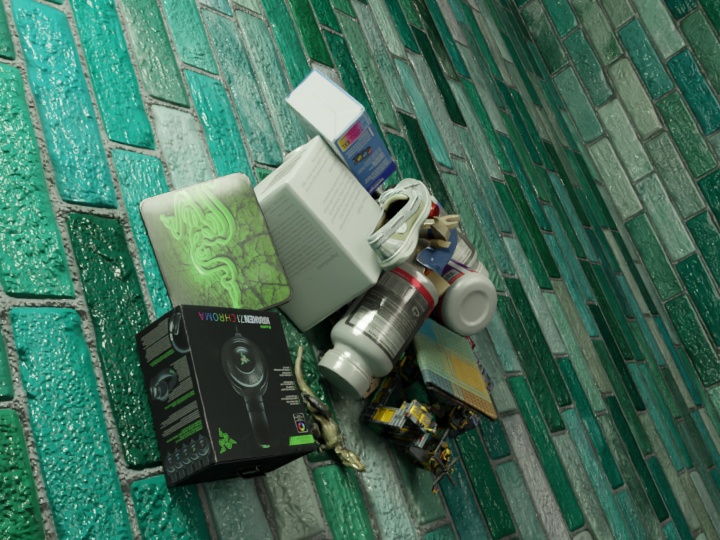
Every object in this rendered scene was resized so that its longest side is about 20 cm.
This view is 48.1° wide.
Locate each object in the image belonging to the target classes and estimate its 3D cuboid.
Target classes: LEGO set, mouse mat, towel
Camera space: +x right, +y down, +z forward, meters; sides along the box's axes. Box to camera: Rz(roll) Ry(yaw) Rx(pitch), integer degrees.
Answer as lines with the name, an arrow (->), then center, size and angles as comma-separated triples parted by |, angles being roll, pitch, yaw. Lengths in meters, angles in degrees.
LEGO set -> 0.106, 0.227, 1.243 | 0.154, 0.115, 0.201 | -47, 113, -27
mouse mat -> -0.193, -0.027, 1.083 | 0.158, 0.008, 0.203 | -19, 75, -19
towel -> 0.137, 0.146, 1.279 | 0.145, 0.022, 0.201 | 30, 23, -22

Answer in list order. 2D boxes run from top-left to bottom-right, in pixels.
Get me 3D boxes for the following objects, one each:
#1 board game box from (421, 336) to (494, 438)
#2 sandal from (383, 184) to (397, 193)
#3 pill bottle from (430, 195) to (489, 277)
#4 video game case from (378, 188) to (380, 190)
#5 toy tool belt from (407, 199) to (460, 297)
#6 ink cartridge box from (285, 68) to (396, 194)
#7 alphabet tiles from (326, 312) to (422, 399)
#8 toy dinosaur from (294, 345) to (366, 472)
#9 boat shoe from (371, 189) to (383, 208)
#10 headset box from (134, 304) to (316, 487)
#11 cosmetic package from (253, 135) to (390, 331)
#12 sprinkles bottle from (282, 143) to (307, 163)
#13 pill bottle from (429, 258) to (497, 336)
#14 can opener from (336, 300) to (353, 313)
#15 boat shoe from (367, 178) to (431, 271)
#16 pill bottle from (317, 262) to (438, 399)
board game box -> 0.165, 0.166, 1.480 | 0.202, 0.061, 0.200 | 57, 30, -4
sandal -> 0.046, -0.064, 1.498 | 0.075, 0.047, 0.205 | 26, 65, -55
pill bottle -> 0.161, -0.038, 1.604 | 0.201, 0.113, 0.114 | 49, 32, -16
video game case -> -0.019, -0.147, 1.528 | 0.184, 0.022, 0.200 | 57, 30, -2
toy tool belt -> 0.121, -0.039, 1.353 | 0.202, 0.121, 0.126 | -62, 146, -33
ink cartridge box -> -0.024, -0.210, 1.303 | 0.136, 0.076, 0.200 | 45, -6, 32
alphabet tiles -> 0.040, 0.115, 1.317 | 0.199, 0.008, 0.168 | -35, 87, -38
toy dinosaur -> -0.061, 0.204, 1.133 | 0.203, 0.047, 0.088 | 63, 16, 8
boat shoe -> 0.024, -0.101, 1.432 | 0.200, 0.074, 0.065 | 45, 5, 10
headset box -> -0.161, 0.156, 0.979 | 0.173, 0.092, 0.203 | 10, 57, -52
cosmetic package -> -0.075, -0.055, 1.223 | 0.201, 0.164, 0.166 | 48, 32, -15
sprinkles bottle -> -0.061, -0.117, 1.392 | 0.068, 0.068, 0.202 | -19, 79, -59
pill bottle -> 0.150, 0.034, 1.456 | 0.112, 0.113, 0.200 | 36, -1, -32
can opener -> 0.000, 0.000, 1.333 | 0.201, 0.066, 0.054 | -63, 149, -51
boat shoe -> 0.055, -0.083, 1.205 | 0.065, 0.074, 0.203 | 49, 37, -23
pill bottle -> 0.024, 0.089, 1.222 | 0.111, 0.110, 0.201 | 45, 69, -20
